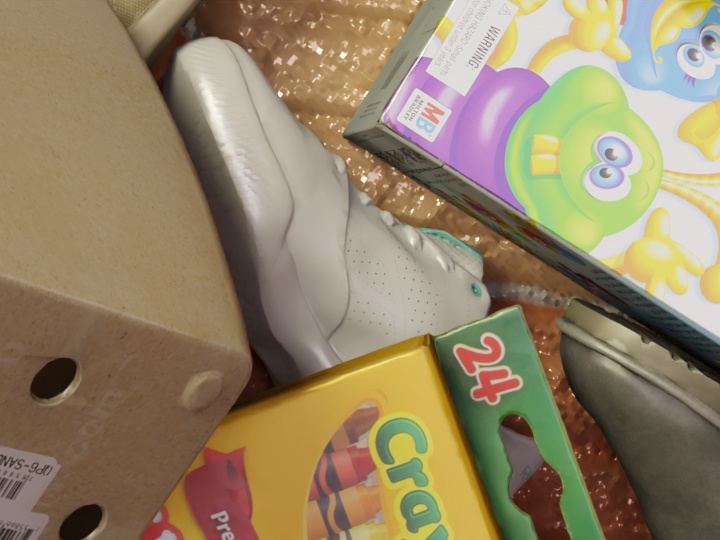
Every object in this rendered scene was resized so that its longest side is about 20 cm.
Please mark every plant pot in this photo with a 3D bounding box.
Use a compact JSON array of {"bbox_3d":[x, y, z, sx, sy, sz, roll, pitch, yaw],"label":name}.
[{"bbox_3d":[-0.151,0.014,0.814,0.200,0.177,0.200,20,109,-48],"label":"plant pot"}]

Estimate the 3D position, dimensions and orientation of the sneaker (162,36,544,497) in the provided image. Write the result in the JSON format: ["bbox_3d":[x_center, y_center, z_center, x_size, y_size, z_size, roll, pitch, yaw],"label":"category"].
[{"bbox_3d":[0.000,0.000,0.978,0.088,0.075,0.200,-29,101,-16],"label":"sneaker"}]

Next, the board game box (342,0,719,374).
[{"bbox_3d":[0.109,-0.038,0.963,0.200,0.105,0.103,32,87,-7],"label":"board game box"}]

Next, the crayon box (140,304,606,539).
[{"bbox_3d":[-0.020,0.102,0.917,0.200,0.051,0.127,-21,92,3],"label":"crayon box"}]

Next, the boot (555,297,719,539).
[{"bbox_3d":[0.089,0.134,0.984,0.182,0.073,0.200,39,93,-13],"label":"boot"}]

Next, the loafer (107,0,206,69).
[{"bbox_3d":[-0.088,-0.105,0.955,0.067,0.076,0.200,33,88,-12],"label":"loafer"}]
